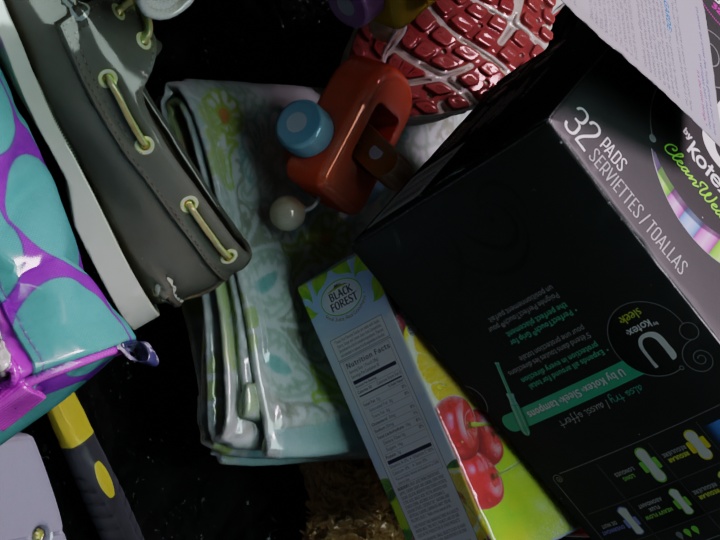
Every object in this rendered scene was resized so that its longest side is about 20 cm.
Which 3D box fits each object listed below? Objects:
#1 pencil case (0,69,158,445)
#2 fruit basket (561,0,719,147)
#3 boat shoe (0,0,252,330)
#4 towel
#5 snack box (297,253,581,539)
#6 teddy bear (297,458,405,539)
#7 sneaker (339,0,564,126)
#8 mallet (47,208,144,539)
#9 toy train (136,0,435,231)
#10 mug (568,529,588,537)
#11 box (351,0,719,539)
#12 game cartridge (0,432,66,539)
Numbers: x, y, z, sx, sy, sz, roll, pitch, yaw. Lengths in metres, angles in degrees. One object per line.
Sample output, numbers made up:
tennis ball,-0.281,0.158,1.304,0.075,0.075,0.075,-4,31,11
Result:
pencil case,-0.155,-0.036,0.728,0.085,0.092,0.200,-27,88,-5
fruit basket,0.064,-0.159,0.745,0.200,0.094,0.185,40,37,-42
boat shoe,-0.104,-0.075,0.784,0.060,0.072,0.202,-24,114,-4
towel,0.000,0.000,0.908,0.200,0.048,0.171,1,72,-43
snack box,0.081,0.041,0.893,0.200,0.053,0.142,-17,82,-45
teddy bear,0.006,0.147,0.928,0.145,0.067,0.200,36,64,-35
sneaker,0.053,-0.120,0.962,0.078,0.082,0.200,50,48,-2
mallet,-0.126,0.068,0.826,0.066,0.041,0.200,-31,114,-40
toy train,-0.005,-0.100,0.797,0.150,0.056,0.200,-60,150,-11
mug,0.146,0.034,1.026,0.177,0.133,0.200,5,82,-46
box,0.126,0.006,0.825,0.200,0.124,0.149,50,45,-8
game cartridge,-0.168,0.166,0.781,0.133,0.041,0.200,-4,92,-41
